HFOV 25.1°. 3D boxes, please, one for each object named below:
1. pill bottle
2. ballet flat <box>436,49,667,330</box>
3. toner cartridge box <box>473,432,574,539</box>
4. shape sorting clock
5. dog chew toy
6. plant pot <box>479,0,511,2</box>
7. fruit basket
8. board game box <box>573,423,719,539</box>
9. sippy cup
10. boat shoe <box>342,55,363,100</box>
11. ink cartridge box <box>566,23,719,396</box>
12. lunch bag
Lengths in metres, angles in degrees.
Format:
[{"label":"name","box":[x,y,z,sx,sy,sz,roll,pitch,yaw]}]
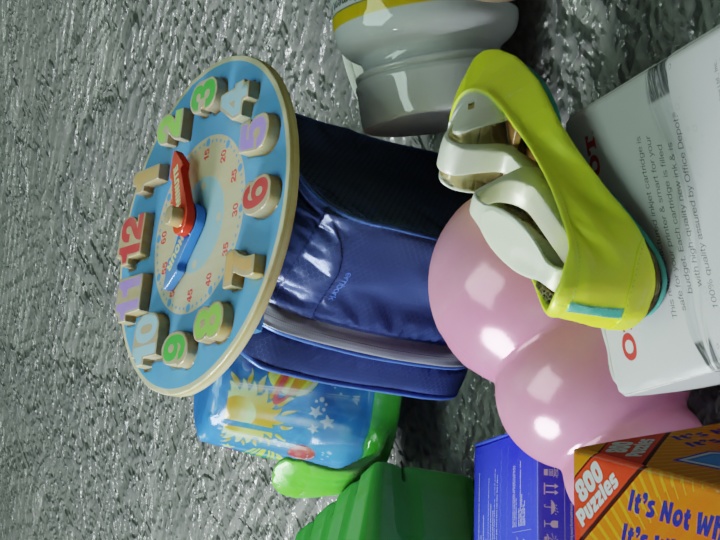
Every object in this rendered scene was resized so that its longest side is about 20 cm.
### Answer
[{"label":"pill bottle","box":[0.035,-0.188,0.976,0.114,0.114,0.201,-16,81,64]},{"label":"ballet flat","box":[0.076,-0.045,0.785,0.200,0.067,0.067,-119,32,-43]},{"label":"toner cartridge box","box":[0.102,0.196,0.940,0.095,0.043,0.201,144,129,-68]},{"label":"shape sorting clock","box":[-0.094,-0.027,0.934,0.200,0.039,0.201,-34,50,52]},{"label":"dog chew toy","box":[0.117,0.048,0.855,0.201,0.124,0.125,65,149,20]},{"label":"plant pot","box":[0.115,-0.218,0.759,0.174,0.200,0.202,22,116,41]},{"label":"fruit basket","box":[0.030,0.251,1.057,0.215,0.155,0.217,-168,90,-72]},{"label":"board game box","box":[0.215,0.163,0.574,0.200,0.199,0.201,9,103,62]},{"label":"sippy cup","box":[-0.049,0.079,1.145,0.178,0.129,0.141,-168,84,-76]},{"label":"boat shoe","box":[0.023,-0.194,1.084,0.062,0.072,0.201,-33,-65,-71]},{"label":"ink cartridge box","box":[0.186,-0.032,0.727,0.200,0.084,0.147,151,111,-64]},{"label":"lunch bag","box":[0.000,0.000,1.002,0.133,0.199,0.136,-61,37,22]}]
